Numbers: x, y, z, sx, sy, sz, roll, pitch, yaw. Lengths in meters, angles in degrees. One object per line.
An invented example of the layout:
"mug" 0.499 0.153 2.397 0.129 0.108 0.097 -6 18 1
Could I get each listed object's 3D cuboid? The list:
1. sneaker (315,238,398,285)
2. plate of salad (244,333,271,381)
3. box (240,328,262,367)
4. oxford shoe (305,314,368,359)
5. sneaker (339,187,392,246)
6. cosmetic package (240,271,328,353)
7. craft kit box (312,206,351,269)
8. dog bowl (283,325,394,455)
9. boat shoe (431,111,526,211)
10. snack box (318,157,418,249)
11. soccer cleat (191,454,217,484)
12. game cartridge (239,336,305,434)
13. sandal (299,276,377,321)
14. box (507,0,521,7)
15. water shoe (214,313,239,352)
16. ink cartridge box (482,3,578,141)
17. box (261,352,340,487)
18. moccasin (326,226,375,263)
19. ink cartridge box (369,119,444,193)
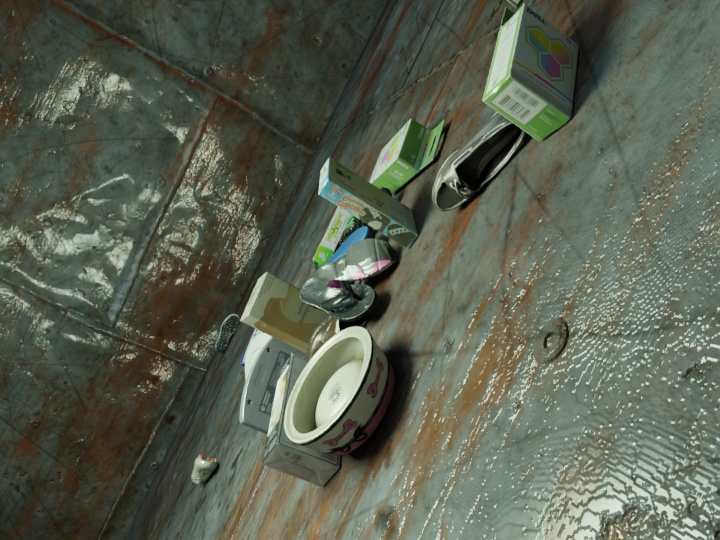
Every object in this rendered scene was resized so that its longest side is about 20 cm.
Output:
"sneaker" 0.000 0.000 1.148 0.198 0.086 0.082 -21 62 37
"plate of salad" -0.211 0.248 1.354 0.198 0.048 0.204 5 97 46
"box" -0.220 0.170 1.523 0.200 0.104 0.186 -40 27 55
"oxford shoe" -0.048 0.132 1.099 0.202 0.072 0.084 -62 20 9
"sneaker" 0.012 -0.129 1.305 0.200 0.077 0.086 -46 23 49
"cosmetic package" -0.139 0.098 1.206 0.071 0.198 0.107 -29 37 60
"craft kit box" -0.060 -0.095 1.457 0.200 0.048 0.200 -62 0 -7
"dog bowl" -0.028 0.189 0.879 0.200 0.074 0.201 -41 24 22
"boat shoe" 0.174 -0.160 0.860 0.200 0.066 0.057 -50 16 30
"snack box" 0.014 -0.127 1.069 0.037 0.198 0.117 -52 18 24
"soccer cleat" -0.476 0.607 1.734 0.200 0.068 0.079 132 155 -62
"game cartridge" -0.176 0.245 1.215 0.041 0.132 0.203 -37 30 54
"sandal" -0.053 0.048 1.076 0.198 0.048 0.076 7 65 44
"box" 0.324 -0.615 1.165 0.122 0.032 0.201 -55 17 28
"water shoe" -0.641 0.291 2.732 0.202 0.071 0.079 -62 14 3
"ink cartridge box" 0.240 -0.290 0.786 0.059 0.103 0.203 -37 30 55
"box" -0.091 0.248 0.974 0.060 0.115 0.202 -55 19 32
"moccasin" -0.014 -0.030 1.258 0.200 0.068 0.081 -38 21 54
"ink cartridge box" 0.096 -0.250 1.229 0.200 0.059 0.105 -32 34 62
